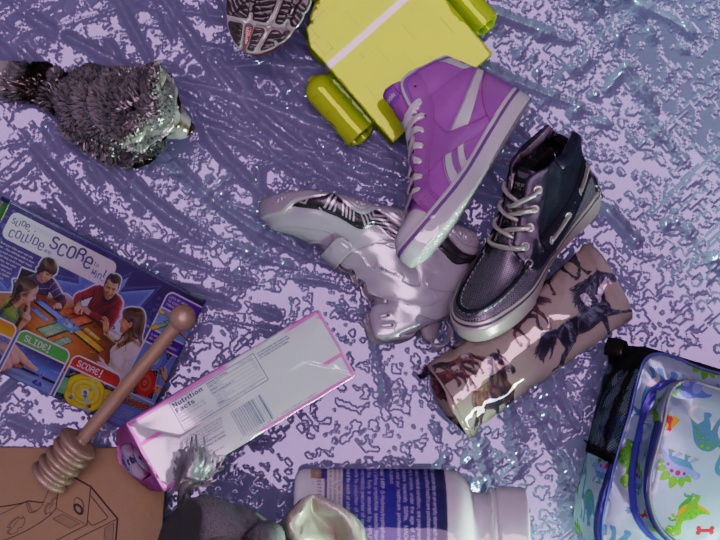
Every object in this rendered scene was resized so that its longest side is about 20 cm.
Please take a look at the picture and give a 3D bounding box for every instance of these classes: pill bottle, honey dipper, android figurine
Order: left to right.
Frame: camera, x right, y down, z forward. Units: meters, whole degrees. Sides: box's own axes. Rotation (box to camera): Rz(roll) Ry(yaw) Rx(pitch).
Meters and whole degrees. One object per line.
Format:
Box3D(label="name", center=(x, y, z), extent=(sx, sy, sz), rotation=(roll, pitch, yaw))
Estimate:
Box3D(label="honey dipper", center=(-0.206, 0.107, 1.433), extent=(0.038, 0.038, 0.200), rotation=(41, 103, 2))
Box3D(label="android figurine", center=(0.032, -0.200, 1.517), extent=(0.182, 0.041, 0.200), rotation=(-43, 90, -3))
Box3D(label="pill bottle", center=(0.042, 0.230, 1.447), extent=(0.198, 0.120, 0.121), rotation=(0, 86, -1))

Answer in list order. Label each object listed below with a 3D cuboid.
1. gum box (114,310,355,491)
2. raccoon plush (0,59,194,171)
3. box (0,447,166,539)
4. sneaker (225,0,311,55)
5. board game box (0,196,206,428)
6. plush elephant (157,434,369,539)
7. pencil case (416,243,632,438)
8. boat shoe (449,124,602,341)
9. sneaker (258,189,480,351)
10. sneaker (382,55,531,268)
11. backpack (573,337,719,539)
Box3D(label="gum box", center=(-0.113, 0.116, 1.436), extent=(0.199, 0.113, 0.066), rotation=(-30, 89, -15))
Box3D(label="raccoon plush", center=(-0.240, -0.142, 1.461), extent=(0.198, 0.134, 0.098), rotation=(2, 87, -1))
Box3D(label="box", center=(-0.269, 0.227, 1.454), extent=(0.198, 0.021, 0.164), rotation=(1, 56, -1))
Box3D(label="sneaker", center=(-0.067, -0.275, 1.497), extent=(0.076, 0.085, 0.201), rotation=(13, 74, 3))
Box3D(label="board game box", center=(-0.248, 0.041, 1.455), extent=(0.199, 0.034, 0.136), rotation=(29, 85, -26))
Box3D(label="plush elephant", center=(-0.085, 0.245, 1.324), extent=(0.154, 0.164, 0.201), rotation=(26, 49, -30))
Box3D(label="pencil case", center=(0.148, 0.061, 1.479), extent=(0.199, 0.089, 0.078), rotation=(-36, 99, -6))
Box3D(label="boat shoe", center=(0.133, -0.038, 1.451), extent=(0.074, 0.093, 0.200), rotation=(15, 54, 35))
Box3D(label="sneaker", center=(0.000, 0.000, 1.485), extent=(0.198, 0.075, 0.116), rotation=(13, 83, -3))
Box3D(label="sneaker", center=(0.053, -0.099, 1.448), extent=(0.114, 0.073, 0.201), rotation=(31, 59, 2))
Box3D(label="backpack", center=(0.279, 0.180, 1.434), extent=(0.182, 0.147, 0.201), rotation=(17, 90, -11))
